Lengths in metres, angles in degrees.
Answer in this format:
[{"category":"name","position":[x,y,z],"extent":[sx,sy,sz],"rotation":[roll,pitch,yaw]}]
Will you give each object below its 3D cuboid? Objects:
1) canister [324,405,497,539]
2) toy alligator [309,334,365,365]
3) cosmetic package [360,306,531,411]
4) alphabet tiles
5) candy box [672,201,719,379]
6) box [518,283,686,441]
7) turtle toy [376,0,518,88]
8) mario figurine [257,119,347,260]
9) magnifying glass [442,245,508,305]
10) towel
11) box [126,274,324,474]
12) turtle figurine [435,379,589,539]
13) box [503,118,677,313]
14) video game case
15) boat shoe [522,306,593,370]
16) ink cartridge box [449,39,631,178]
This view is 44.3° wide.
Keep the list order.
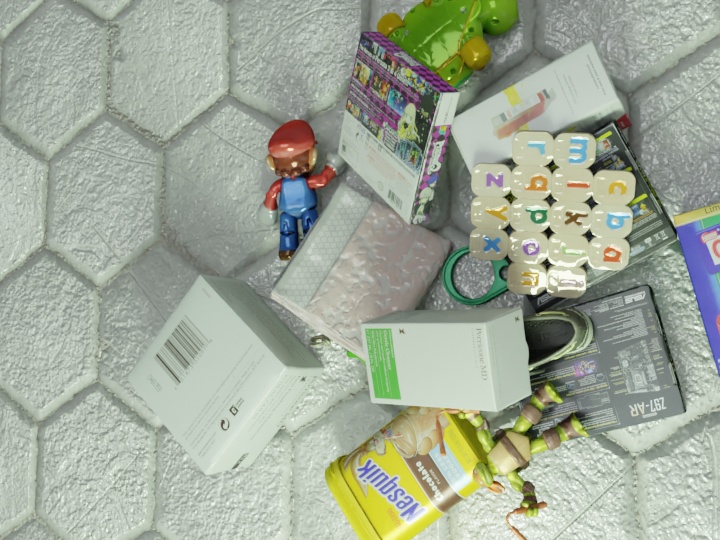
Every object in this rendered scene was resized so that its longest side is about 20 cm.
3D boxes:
[{"category":"canister","position":[0.069,0.268,1.181],"extent":[0.199,0.086,0.150],"rotation":[-40,72,14]},{"category":"toy alligator","position":[0.024,0.114,1.235],"extent":[0.196,0.060,0.055],"rotation":[-4,124,24]},{"category":"cosmetic package","position":[0.102,0.106,1.084],"extent":[0.197,0.084,0.110],"rotation":[-5,95,45]},{"category":"alphabet tiles","position":[0.228,-0.066,1.067],"extent":[0.191,0.015,0.205],"rotation":[4,110,14]},{"category":"candy box","position":[0.474,0.011,1.026],"extent":[0.166,0.077,0.205],"rotation":[-18,77,22]},{"category":"box","position":[0.290,0.123,1.117],"extent":[0.196,0.043,0.164],"rotation":[-19,78,22]},{"category":"turtle toy","position":[0.126,-0.315,1.200],"extent":[0.198,0.101,0.147],"rotation":[-36,73,16]},{"category":"mario figurine","position":[-0.085,-0.119,1.305],"extent":[0.106,0.121,0.205],"rotation":[-3,92,64]},{"category":"magnifying glass","position":[0.204,0.003,1.182],"extent":[0.196,0.022,0.082],"rotation":[-4,84,26]},{"category":"towel","position":[0.000,0.000,1.217],"extent":[0.189,0.032,0.202],"rotation":[30,77,14]},{"category":"box","position":[-0.195,0.148,1.286],"extent":[0.200,0.130,0.200],"rotation":[42,102,21]},{"category":"turtle figurine","position":[0.198,0.224,1.085],"extent":[0.160,0.064,0.202],"rotation":[-38,74,7]},{"category":"box","position":[0.266,-0.064,1.098],"extent":[0.198,0.044,0.162],"rotation":[-31,93,24]},{"category":"video game case","position":[0.043,-0.191,1.169],"extent":[0.200,0.035,0.184],"rotation":[48,136,44]},{"category":"boat shoe","position":[0.188,0.094,1.107],"extent":[0.198,0.060,0.074],"rotation":[-20,78,25]},{"category":"ink cartridge box","position":[0.229,-0.186,1.119],"extent":[0.197,0.145,0.085],"rotation":[-26,77,20]}]
